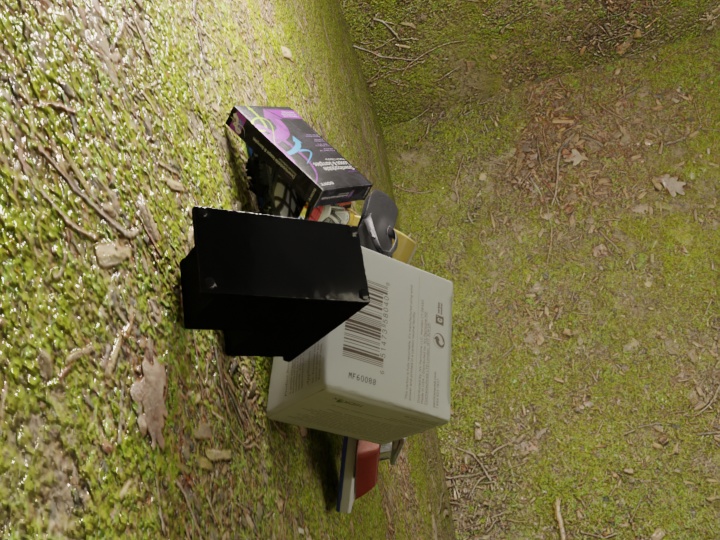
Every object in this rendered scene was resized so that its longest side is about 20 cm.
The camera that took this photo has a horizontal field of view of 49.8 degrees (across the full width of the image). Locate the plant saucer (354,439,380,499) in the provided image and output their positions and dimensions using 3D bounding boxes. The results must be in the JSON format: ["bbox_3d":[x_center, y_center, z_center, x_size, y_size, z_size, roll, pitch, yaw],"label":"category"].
[{"bbox_3d":[0.020,0.245,1.264,0.202,0.036,0.204,93,5,-56],"label":"plant saucer"}]

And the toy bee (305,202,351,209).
[{"bbox_3d":[-0.082,-0.148,1.455,0.202,0.127,0.111,-110,-157,-46],"label":"toy bee"}]

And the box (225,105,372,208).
[{"bbox_3d":[-0.089,-0.173,1.157,0.200,0.036,0.142,45,28,17],"label":"box"}]

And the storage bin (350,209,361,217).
[{"bbox_3d":[0.026,-0.011,1.564,0.197,0.094,0.201,33,15,-46],"label":"storage bin"}]

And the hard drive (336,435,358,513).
[{"bbox_3d":[-0.013,0.277,1.268,0.132,0.025,0.206,55,41,-85],"label":"hard drive"}]

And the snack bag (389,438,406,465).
[{"bbox_3d":[0.071,0.226,1.366,0.201,0.021,0.193,96,1,-64],"label":"snack bag"}]

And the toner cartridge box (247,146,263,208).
[{"bbox_3d":[-0.139,-0.137,1.263,0.095,0.042,0.206,20,57,-81],"label":"toner cartridge box"}]

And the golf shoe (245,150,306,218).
[{"bbox_3d":[-0.111,-0.091,1.157,0.077,0.092,0.206,-30,-116,54],"label":"golf shoe"}]

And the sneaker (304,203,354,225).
[{"bbox_3d":[-0.055,-0.045,1.205,0.200,0.080,0.080,120,-14,-71],"label":"sneaker"}]

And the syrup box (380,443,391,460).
[{"bbox_3d":[0.019,0.277,1.557,0.082,0.077,0.205,56,22,-67],"label":"syrup box"}]

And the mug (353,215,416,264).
[{"bbox_3d":[-0.004,0.000,1.307,0.186,0.147,0.157,36,73,-57],"label":"mug"}]

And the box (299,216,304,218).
[{"bbox_3d":[-0.084,0.032,1.364,0.161,0.043,0.205,59,20,-66],"label":"box"}]

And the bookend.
[{"bbox_3d":[-0.124,0.026,0.869,0.199,0.194,0.094,-39,-126,49],"label":"bookend"}]

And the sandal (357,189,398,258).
[{"bbox_3d":[0.026,-0.056,1.168,0.075,0.043,0.203,29,41,-23],"label":"sandal"}]

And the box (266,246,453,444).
[{"bbox_3d":[0.002,0.104,1.036,0.196,0.170,0.204,20,60,-27],"label":"box"}]
